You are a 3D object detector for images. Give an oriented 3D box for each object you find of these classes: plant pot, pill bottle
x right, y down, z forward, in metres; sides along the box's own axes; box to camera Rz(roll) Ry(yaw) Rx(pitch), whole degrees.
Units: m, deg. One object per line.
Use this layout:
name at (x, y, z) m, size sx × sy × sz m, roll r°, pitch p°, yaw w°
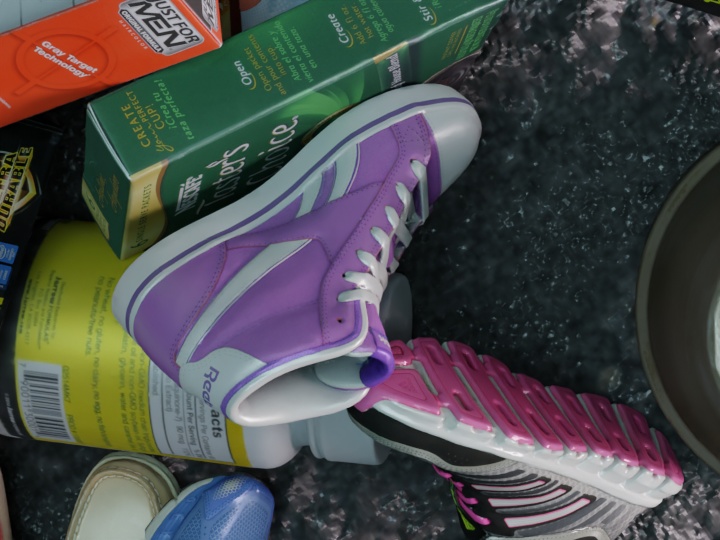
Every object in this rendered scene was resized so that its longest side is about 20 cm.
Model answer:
plant pot at (0.219, 0.021, 0.970) m, size 0.200 × 0.174 × 0.200 m, roll 0°, pitch 92°, yaw 11°
pill bottle at (-0.081, 0.038, 1.061) m, size 0.200 × 0.114 × 0.115 m, roll 6°, pitch 95°, yaw 11°

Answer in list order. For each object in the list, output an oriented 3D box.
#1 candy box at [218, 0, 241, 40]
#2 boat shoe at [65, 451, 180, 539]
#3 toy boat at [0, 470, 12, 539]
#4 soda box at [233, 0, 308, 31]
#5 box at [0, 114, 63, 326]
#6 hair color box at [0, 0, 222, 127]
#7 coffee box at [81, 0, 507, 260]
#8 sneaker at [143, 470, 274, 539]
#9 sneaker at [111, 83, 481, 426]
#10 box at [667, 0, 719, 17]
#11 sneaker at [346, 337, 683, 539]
candy box at (-0.162, -0.165, 1.024) m, size 0.200 × 0.055 × 0.116 m, roll 1°, pitch 102°, yaw 15°
boat shoe at (-0.132, 0.195, 1.104) m, size 0.074 × 0.069 × 0.200 m, roll 8°, pitch 95°, yaw 11°
toy boat at (-0.255, 0.154, 1.087) m, size 0.130 × 0.131 × 0.200 m, roll -12°, pitch 87°, yaw 20°
soda box at (-0.102, -0.172, 1.073) m, size 0.200 × 0.068 × 0.064 m, roll 20°, pitch 103°, yaw 10°
box at (-0.231, -0.023, 1.061) m, size 0.200 × 0.049 × 0.160 m, roll 28°, pitch 100°, yaw 53°
hair color box at (-0.165, -0.120, 0.949) m, size 0.200 × 0.061 × 0.102 m, roll -18°, pitch 57°, yaw 18°
coffee box at (-0.034, -0.080, 1.001) m, size 0.200 × 0.123 × 0.044 m, roll -27°, pitch 79°, yaw -17°
sneaker at (-0.074, 0.197, 1.056) m, size 0.089 × 0.079 × 0.200 m, roll 1°, pitch 66°, yaw 37°
sneaker at (0.000, 0.001, 0.970) m, size 0.200 × 0.073 × 0.114 m, roll -37°, pitch 54°, yaw -19°
box at (0.211, -0.204, 0.985) m, size 0.193 × 0.048 × 0.200 m, roll 20°, pitch 72°, yaw 8°
sneaker at (0.063, 0.096, 1.018) m, size 0.087 × 0.200 × 0.074 m, roll -54°, pitch 41°, yaw 21°
